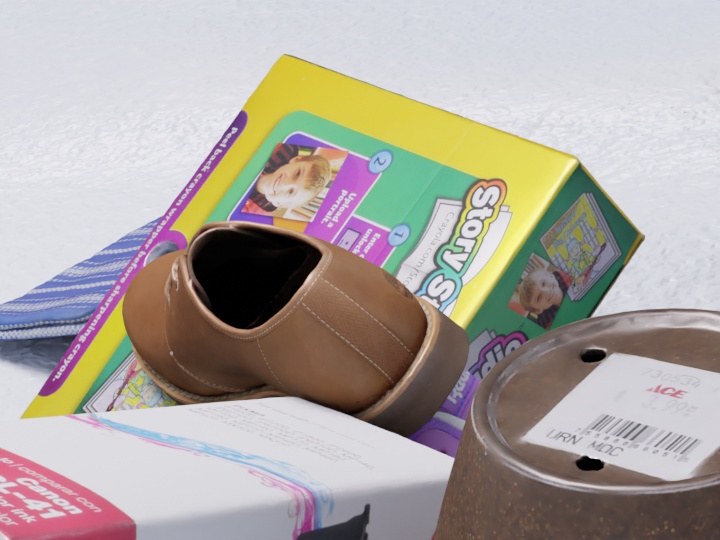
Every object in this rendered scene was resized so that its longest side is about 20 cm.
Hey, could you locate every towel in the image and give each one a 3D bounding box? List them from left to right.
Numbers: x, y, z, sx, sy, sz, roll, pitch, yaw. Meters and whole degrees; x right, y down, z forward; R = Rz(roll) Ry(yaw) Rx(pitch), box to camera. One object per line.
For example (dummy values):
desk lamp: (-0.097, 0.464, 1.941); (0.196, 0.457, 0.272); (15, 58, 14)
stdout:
towel: (-0.071, -0.020, 1.156); (0.200, 0.024, 0.144); (-31, 15, -39)

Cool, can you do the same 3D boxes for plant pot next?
plant pot: (0.086, 0.120, 0.683); (0.186, 0.201, 0.187); (-6, 27, 3)

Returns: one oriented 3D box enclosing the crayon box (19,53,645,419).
crayon box: (-0.018, 0.030, 0.946); (0.172, 0.058, 0.200); (24, 75, 45)

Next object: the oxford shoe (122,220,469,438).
oxford shoe: (-0.039, 0.007, 0.864); (0.072, 0.071, 0.200); (-56, 25, -15)

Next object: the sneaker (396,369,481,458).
sneaker: (0.076, 0.067, 0.814); (0.200, 0.115, 0.073); (-27, 9, 8)

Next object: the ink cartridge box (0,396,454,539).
ink cartridge box: (-0.064, 0.120, 0.714); (0.085, 0.149, 0.199); (19, 13, 39)
